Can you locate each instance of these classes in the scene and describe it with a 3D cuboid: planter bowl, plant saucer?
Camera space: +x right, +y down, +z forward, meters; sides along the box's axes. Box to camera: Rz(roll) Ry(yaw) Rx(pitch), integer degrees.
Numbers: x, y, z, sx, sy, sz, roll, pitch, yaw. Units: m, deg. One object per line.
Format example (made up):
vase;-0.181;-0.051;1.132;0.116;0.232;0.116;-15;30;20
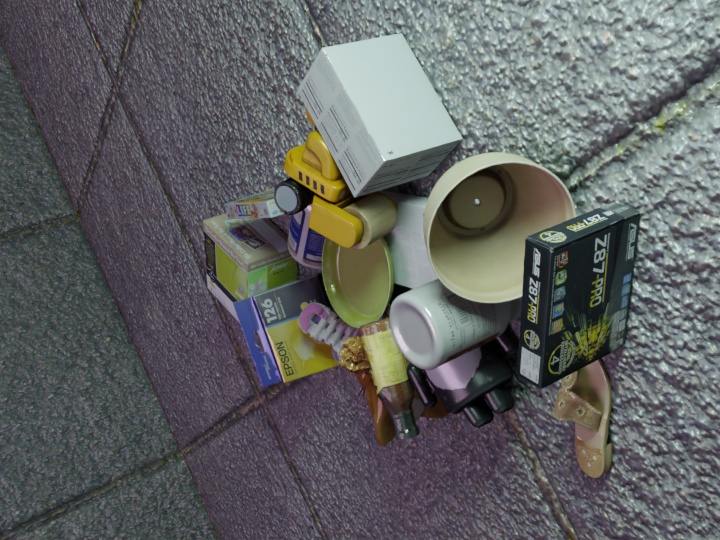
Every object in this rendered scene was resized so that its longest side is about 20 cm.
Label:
planter bowl;0.173;-0.076;1.131;0.135;0.200;0.201;-110;15;-61
plant saucer;0.000;0.000;1.456;0.200;0.031;0.200;15;109;51

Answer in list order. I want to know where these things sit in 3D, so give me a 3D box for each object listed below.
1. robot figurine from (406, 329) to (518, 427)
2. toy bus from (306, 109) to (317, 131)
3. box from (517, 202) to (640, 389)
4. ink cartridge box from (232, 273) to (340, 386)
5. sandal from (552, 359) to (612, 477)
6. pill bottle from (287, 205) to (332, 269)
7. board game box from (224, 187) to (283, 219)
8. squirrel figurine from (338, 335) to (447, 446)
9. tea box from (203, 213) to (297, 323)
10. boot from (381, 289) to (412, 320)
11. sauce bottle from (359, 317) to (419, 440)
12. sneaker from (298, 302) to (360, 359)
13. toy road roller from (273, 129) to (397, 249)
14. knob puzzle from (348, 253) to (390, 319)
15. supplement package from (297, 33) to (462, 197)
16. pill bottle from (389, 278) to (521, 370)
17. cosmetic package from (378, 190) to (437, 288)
robot figurine;0.161;0.147;1.322;0.200;0.150;0.125;59;161;15
toy bus;-0.021;-0.251;1.414;0.200;0.078;0.065;44;143;36
box;0.271;0.031;1.041;0.049;0.161;0.200;30;131;46
ink cartridge box;-0.150;0.131;1.760;0.047;0.200;0.198;-61;-49;-84
sandal;0.308;0.208;1.181;0.078;0.070;0.212;12;118;55
pill bottle;-0.068;-0.107;1.542;0.116;0.116;0.200;50;145;29
board game box;-0.172;-0.139;1.672;0.200;0.134;0.034;4;112;57
squirrel figurine;0.040;0.185;1.519;0.187;0.141;0.200;50;165;50
tea box;-0.248;-0.007;1.877;0.200;0.133;0.197;41;141;39
boot;0.071;0.076;1.411;0.075;0.074;0.200;35;158;14
sauce bottle;0.052;0.180;1.379;0.066;0.066;0.200;-19;85;60
sneaker;-0.028;0.137;1.679;0.200;0.088;0.081;38;97;14
toy road roller;-0.033;-0.141;1.327;0.200;0.123;0.146;33;128;20
knob puzzle;0.023;0.064;1.583;0.220;0.030;0.220;45;156;27
supplement package;0.028;-0.238;1.266;0.200;0.156;0.111;62;147;11
pill bottle;0.151;0.057;1.209;0.114;0.200;0.115;35;136;43
cosmetic package;0.082;-0.050;1.403;0.200;0.052;0.151;17;124;53
